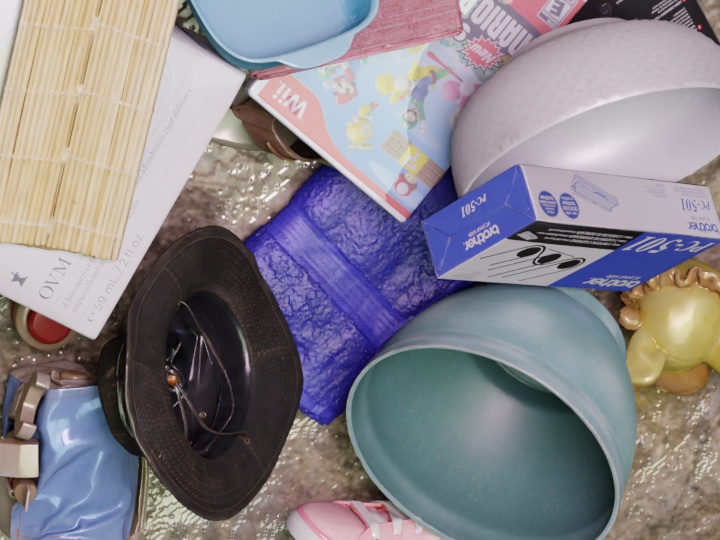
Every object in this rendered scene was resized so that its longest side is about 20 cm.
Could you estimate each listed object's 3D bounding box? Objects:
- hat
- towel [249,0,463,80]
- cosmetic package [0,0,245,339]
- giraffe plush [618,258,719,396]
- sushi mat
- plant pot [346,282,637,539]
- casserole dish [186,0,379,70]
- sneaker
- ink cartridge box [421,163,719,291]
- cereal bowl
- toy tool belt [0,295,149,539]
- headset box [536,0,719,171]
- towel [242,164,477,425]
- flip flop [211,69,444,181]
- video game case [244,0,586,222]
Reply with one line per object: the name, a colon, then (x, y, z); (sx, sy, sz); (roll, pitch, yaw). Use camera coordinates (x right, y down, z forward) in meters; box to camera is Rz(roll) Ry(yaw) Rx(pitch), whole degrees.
hat: (-0.123, 0.072, 1.701); (0.081, 0.201, 0.201); (-10, 115, 32)
towel: (-0.017, -0.233, 1.665); (0.144, 0.023, 0.200); (-11, 78, 10)
cosmetic package: (-0.215, -0.097, 1.626); (0.200, 0.123, 0.199); (27, 97, -21)
giraffe plush: (0.267, 0.049, 1.845); (0.162, 0.173, 0.200); (3, 117, 5)
sushi mat: (-0.172, -0.106, 1.562); (0.096, 0.012, 0.200); (10, 103, -18)
plant pot: (0.109, 0.086, 1.769); (0.200, 0.200, 0.134); (55, 45, -22)
casserole dish: (-0.070, -0.208, 1.622); (0.121, 0.039, 0.200); (-22, 74, -21)
sneaker: (0.046, 0.182, 1.848); (0.200, 0.075, 0.105); (24, 103, -29)
ink cartridge box: (0.144, -0.026, 1.697); (0.200, 0.094, 0.044); (3, 64, -45)
cereal bowl: (0.149, -0.107, 1.671); (0.200, 0.200, 0.083); (-14, 71, -12)
toy tool belt: (-0.200, 0.114, 1.730); (0.125, 0.123, 0.200); (-6, 107, -15)
headset box: (0.168, -0.149, 1.785); (0.149, 0.077, 0.200); (-35, 113, -3)
towel: (0.000, 0.000, 1.795); (0.200, 0.050, 0.148); (-44, 114, 0)
flip flop: (-0.035, -0.102, 1.730); (0.200, 0.058, 0.081); (21, 103, 2)
video game case: (0.039, -0.152, 1.697); (0.143, 0.017, 0.200); (39, 91, -18)
